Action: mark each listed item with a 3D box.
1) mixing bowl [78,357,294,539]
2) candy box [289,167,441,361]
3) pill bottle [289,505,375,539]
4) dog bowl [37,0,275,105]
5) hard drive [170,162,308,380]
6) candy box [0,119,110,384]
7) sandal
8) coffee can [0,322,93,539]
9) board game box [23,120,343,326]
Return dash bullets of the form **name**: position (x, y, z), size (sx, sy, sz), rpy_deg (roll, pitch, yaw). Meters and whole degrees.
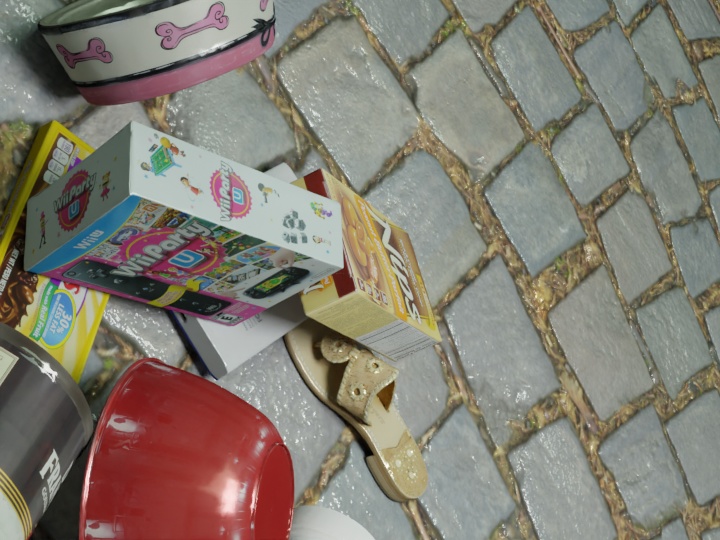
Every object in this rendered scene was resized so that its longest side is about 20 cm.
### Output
- **mixing bowl**: position (-0.111, 0.166, 0.975), size (0.200, 0.107, 0.203), rpy_deg (3, 90, -76)
- **candy box**: position (0.000, 0.000, 1.191), size (0.200, 0.055, 0.117), rpy_deg (31, 39, -62)
- **pill bottle**: position (-0.058, 0.287, 1.044), size (0.117, 0.116, 0.201), rpy_deg (49, 44, -20)
- **dog bowl**: position (-0.157, -0.197, 1.113), size (0.200, 0.198, 0.075), rpy_deg (-40, 120, -49)
- **hard drive**: position (-0.096, -0.005, 1.200), size (0.200, 0.025, 0.133), rpy_deg (-34, 92, -49)
- **candy box**: position (-0.235, -0.011, 1.058), size (0.102, 0.026, 0.202), rpy_deg (39, 47, -33)
- **sandal**: position (0.016, 0.112, 1.242), size (0.213, 0.069, 0.078), rpy_deg (58, 41, -10)
- **coffee can**: position (-0.276, 0.145, 0.847), size (0.146, 0.145, 0.201), rpy_deg (47, 45, -22)
- **board game box**: position (-0.133, -0.028, 1.040), size (0.199, 0.147, 0.065), rpy_deg (19, 56, -39)
